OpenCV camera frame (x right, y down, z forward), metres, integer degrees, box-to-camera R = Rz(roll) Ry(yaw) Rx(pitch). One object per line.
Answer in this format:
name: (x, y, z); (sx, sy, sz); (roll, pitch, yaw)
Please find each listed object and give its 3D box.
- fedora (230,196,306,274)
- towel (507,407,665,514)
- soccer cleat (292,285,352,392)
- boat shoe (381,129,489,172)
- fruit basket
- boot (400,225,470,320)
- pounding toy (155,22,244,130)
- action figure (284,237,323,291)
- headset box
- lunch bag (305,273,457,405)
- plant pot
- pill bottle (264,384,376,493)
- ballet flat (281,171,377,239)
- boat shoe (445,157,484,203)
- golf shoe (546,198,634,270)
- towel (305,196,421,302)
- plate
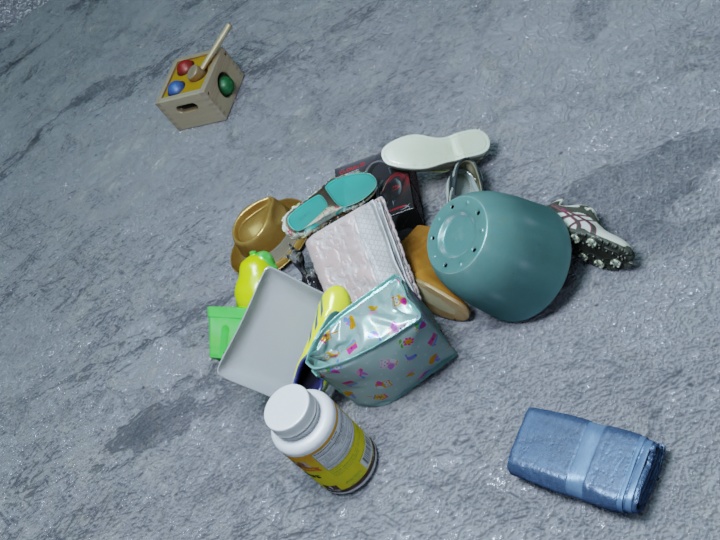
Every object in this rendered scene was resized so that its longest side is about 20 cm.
fedora: (-0.196, -0.082, 1.874); (0.200, 0.082, 0.201); (-18, 47, 20)
towel: (0.307, 0.261, 1.280); (0.200, 0.049, 0.112); (12, 63, 39)
soccer cleat: (-0.060, 0.122, 1.515); (0.065, 0.084, 0.201); (19, 91, 8)
boat shoe: (0.138, -0.214, 1.725); (0.201, 0.060, 0.072); (-8, 71, -4)
fruit basket: (-0.171, 0.075, 1.674); (0.215, 0.155, 0.216); (-14, 63, 29)
boot: (0.140, -0.006, 1.603); (0.201, 0.071, 0.144); (28, 58, 31)
pounding toy: (-0.384, -0.474, 2.280); (0.199, 0.142, 0.185); (-6, 53, 30)
action figure: (-0.080, -0.024, 1.738); (0.118, 0.102, 0.200); (-12, 47, 20)
headset box: (0.035, -0.142, 1.768); (0.148, 0.075, 0.200); (-18, 47, 13)
lunch bag: (0.027, 0.125, 1.490); (0.200, 0.170, 0.122); (-35, 52, 8)
plant pot: (0.202, -0.034, 1.464); (0.200, 0.161, 0.201); (-23, 58, 43)
pill bottle: (-0.063, 0.255, 1.423); (0.109, 0.200, 0.110); (-18, 47, 21)
ballet flat: (-0.060, -0.118, 1.696); (0.200, 0.064, 0.076); (-29, 80, -18)
boat shoe: (0.186, -0.117, 1.644); (0.075, 0.060, 0.200); (5, 49, -13)
golf shoe: (0.362, -0.066, 1.495); (0.088, 0.077, 0.200); (-46, 44, -17)
towel: (0.000, 0.000, 1.604); (0.191, 0.032, 0.201); (-31, 74, 38)
plate: (-0.113, 0.121, 1.566); (0.200, 0.200, 0.032); (-65, 14, -2)
